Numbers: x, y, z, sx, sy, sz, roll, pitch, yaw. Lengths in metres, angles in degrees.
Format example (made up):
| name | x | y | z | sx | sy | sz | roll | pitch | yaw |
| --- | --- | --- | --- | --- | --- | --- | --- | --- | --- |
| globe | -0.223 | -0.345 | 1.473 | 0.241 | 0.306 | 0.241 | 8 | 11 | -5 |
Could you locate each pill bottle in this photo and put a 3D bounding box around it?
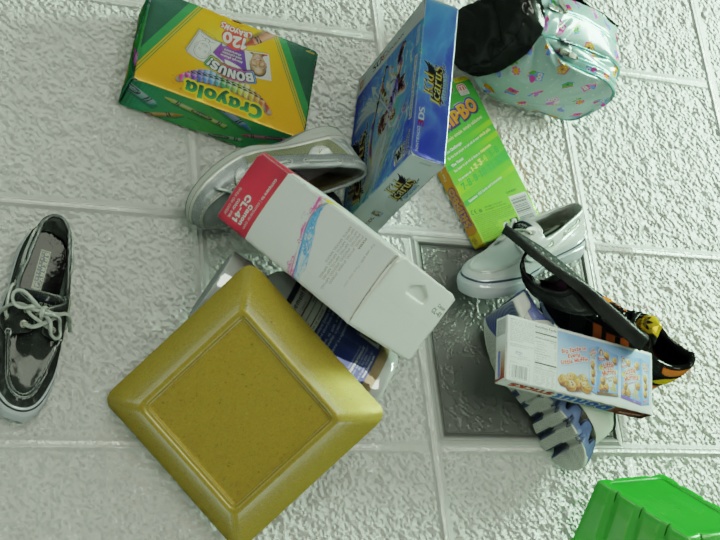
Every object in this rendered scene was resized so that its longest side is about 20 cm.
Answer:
| name | x | y | z | sx | sy | sz | roll | pitch | yaw |
| --- | --- | --- | --- | --- | --- | --- | --- | --- | --- |
| pill bottle | -0.070 | 0.072 | 1.504 | 0.199 | 0.111 | 0.111 | 36 | 56 | -8 |

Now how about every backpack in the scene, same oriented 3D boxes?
| name | x | y | z | sx | sy | sz | roll | pitch | yaw |
| --- | --- | --- | --- | --- | --- | --- | --- | --- | --- |
| backpack | 0.218 | -0.264 | 1.794 | 0.199 | 0.166 | 0.128 | 14 | 71 | -35 |

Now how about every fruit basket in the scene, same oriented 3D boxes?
| name | x | y | z | sx | sy | sz | roll | pitch | yaw |
| --- | --- | --- | --- | --- | --- | --- | --- | --- | --- |
| fruit basket | 0.304 | 0.335 | 1.549 | 0.154 | 0.216 | 0.218 | -1 | 68 | -26 |

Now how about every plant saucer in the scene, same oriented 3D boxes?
| name | x | y | z | sx | sy | sz | roll | pitch | yaw |
| --- | --- | --- | --- | --- | --- | --- | --- | --- | --- |
| plant saucer | -0.113 | 0.132 | 1.425 | 0.200 | 0.048 | 0.200 | -42 | 89 | 4 |

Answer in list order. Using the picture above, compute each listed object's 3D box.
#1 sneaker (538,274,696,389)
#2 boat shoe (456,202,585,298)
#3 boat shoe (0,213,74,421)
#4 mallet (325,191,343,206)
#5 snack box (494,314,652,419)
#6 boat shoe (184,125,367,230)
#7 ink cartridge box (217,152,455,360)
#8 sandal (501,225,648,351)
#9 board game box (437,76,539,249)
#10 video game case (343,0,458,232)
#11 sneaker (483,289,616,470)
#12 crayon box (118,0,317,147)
| name | x | y | z | sx | sy | sz | roll | pitch | yaw |
| --- | --- | --- | --- | --- | --- | --- | --- | --- | --- |
| sneaker | 0.295 | 0.060 | 1.695 | 0.199 | 0.090 | 0.070 | 37 | 55 | -19 |
| boat shoe | 0.181 | -0.030 | 1.694 | 0.073 | 0.067 | 0.199 | 23 | 33 | 36 |
| boat shoe | -0.307 | 0.041 | 1.423 | 0.073 | 0.068 | 0.201 | 20 | 60 | -17 |
| mallet | 0.000 | 0.000 | 1.622 | 0.200 | 0.041 | 0.066 | 48 | 59 | -4 |
| snack box | 0.231 | 0.105 | 1.605 | 0.198 | 0.024 | 0.073 | 15 | 66 | -27 |
| boat shoe | -0.090 | -0.090 | 1.575 | 0.201 | 0.075 | 0.065 | -22 | 50 | -26 |
| ink cartridge box | -0.023 | -0.014 | 1.474 | 0.200 | 0.147 | 0.086 | 40 | 93 | 32 |
| sandal | 0.225 | 0.028 | 1.622 | 0.200 | 0.075 | 0.048 | 40 | 96 | -4 |
| board game box | 0.130 | -0.129 | 1.750 | 0.095 | 0.030 | 0.202 | -18 | 79 | -33 |
| video game case | 0.041 | -0.164 | 1.628 | 0.045 | 0.181 | 0.202 | 16 | 61 | -18 |
| sneaker | 0.225 | 0.111 | 1.664 | 0.115 | 0.080 | 0.201 | -26 | 88 | -37 |
| crayon box | -0.153 | -0.210 | 1.625 | 0.198 | 0.058 | 0.120 | 18 | 60 | -19 |
